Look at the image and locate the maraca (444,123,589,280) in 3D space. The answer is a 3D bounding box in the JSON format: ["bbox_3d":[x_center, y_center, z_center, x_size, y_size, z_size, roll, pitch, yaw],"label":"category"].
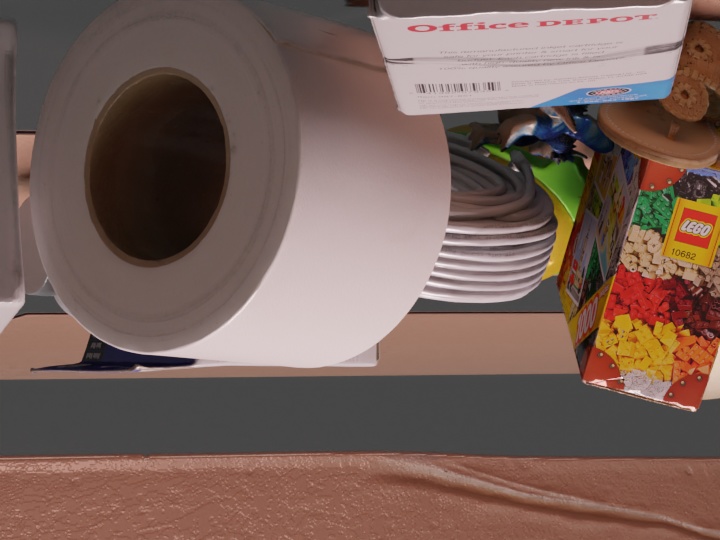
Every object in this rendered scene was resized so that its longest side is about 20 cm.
[{"bbox_3d":[0.111,-0.045,1.581,0.199,0.107,0.137,6,143,41],"label":"maraca"}]

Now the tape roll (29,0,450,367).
[{"bbox_3d":[-0.068,-0.050,1.240,0.201,0.205,0.139,-9,170,38],"label":"tape roll"}]

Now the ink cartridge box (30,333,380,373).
[{"bbox_3d":[-0.119,0.054,1.653,0.199,0.041,0.199,-1,178,-32],"label":"ink cartridge box"}]

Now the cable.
[{"bbox_3d":[0.028,-0.041,1.425,0.198,0.070,0.200,11,-162,-14],"label":"cable"}]

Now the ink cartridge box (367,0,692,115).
[{"bbox_3d":[0.081,-0.139,1.070,0.144,0.085,0.200,-3,172,4],"label":"ink cartridge box"}]

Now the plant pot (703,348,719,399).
[{"bbox_3d":[0.243,-0.026,1.623,0.198,0.202,0.135,-5,144,18],"label":"plant pot"}]

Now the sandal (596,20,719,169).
[{"bbox_3d":[0.195,-0.119,1.343,0.077,0.070,0.212,19,-163,11],"label":"sandal"}]

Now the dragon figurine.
[{"bbox_3d":[0.129,-0.103,1.407,0.099,0.059,0.200,-2,176,-16],"label":"dragon figurine"}]

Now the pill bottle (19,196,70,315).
[{"bbox_3d":[-0.170,-0.014,1.757,0.199,0.114,0.112,3,170,-34],"label":"pill bottle"}]

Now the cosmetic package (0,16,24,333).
[{"bbox_3d":[-0.289,-0.048,1.307,0.165,0.169,0.200,-1,172,-14],"label":"cosmetic package"}]

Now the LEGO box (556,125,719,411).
[{"bbox_3d":[0.186,-0.020,1.403,0.076,0.150,0.200,14,-164,-4],"label":"LEGO box"}]
